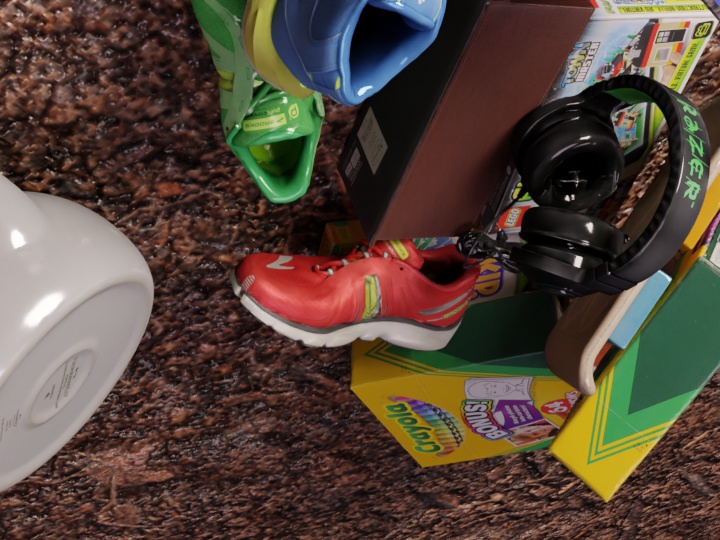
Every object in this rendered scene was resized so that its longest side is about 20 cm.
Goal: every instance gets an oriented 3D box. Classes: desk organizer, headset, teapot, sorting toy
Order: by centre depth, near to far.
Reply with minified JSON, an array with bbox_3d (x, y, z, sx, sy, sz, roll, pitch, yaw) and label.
[{"bbox_3d":[-0.231,0.028,0.717,0.201,0.145,0.197,-55,168,1],"label":"teapot"},{"bbox_3d":[0.135,-0.037,0.727,0.093,0.125,0.199,18,155,-33],"label":"headset"},{"bbox_3d":[0.059,-0.108,0.738,0.076,0.072,0.201,-3,142,-27],"label":"desk organizer"},{"bbox_3d":[0.189,-0.012,0.794,0.202,0.036,0.185,-61,177,1],"label":"sorting toy"}]

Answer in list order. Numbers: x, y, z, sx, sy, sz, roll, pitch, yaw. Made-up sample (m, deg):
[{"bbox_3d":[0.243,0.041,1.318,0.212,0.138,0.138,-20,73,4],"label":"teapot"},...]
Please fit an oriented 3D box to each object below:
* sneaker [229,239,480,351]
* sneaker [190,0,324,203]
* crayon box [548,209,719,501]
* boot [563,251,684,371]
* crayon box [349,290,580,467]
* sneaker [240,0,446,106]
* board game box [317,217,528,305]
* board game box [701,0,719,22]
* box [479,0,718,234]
[{"bbox_3d":[0.000,0.000,0.824,0.198,0.077,0.086,4,128,-38],"label":"sneaker"},{"bbox_3d":[-0.050,-0.116,0.661,0.073,0.084,0.201,-17,144,-3],"label":"sneaker"},{"bbox_3d":[0.224,0.051,0.858,0.174,0.058,0.200,-58,169,23],"label":"crayon box"},{"bbox_3d":[0.267,0.040,1.045,0.197,0.076,0.108,-5,146,-7],"label":"boot"},{"bbox_3d":[0.103,0.099,1.006,0.170,0.059,0.200,-13,148,16],"label":"crayon box"},{"bbox_3d":[0.022,-0.165,0.568,0.075,0.105,0.202,15,108,-43],"label":"sneaker"},{"bbox_3d":[0.060,-0.006,0.915,0.197,0.030,0.096,-8,143,-21],"label":"board game box"},{"bbox_3d":[0.186,-0.224,0.532,0.159,0.202,0.096,-37,143,24],"label":"board game box"},{"bbox_3d":[0.156,-0.106,0.818,0.108,0.035,0.201,-6,143,-19],"label":"box"}]
